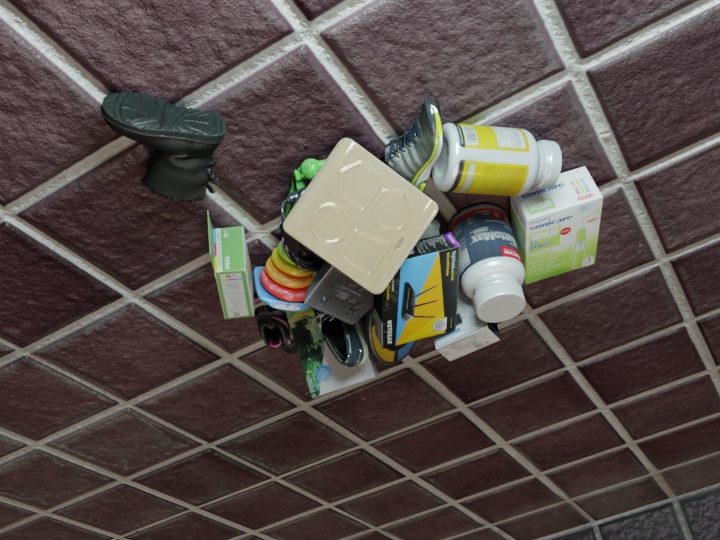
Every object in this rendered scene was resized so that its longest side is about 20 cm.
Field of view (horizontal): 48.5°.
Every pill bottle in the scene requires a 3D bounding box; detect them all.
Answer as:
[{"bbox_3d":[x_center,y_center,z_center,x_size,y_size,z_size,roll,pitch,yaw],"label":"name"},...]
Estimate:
[{"bbox_3d":[0.225,-0.181,1.325,0.199,0.112,0.112,3,141,-14],"label":"pill bottle"},{"bbox_3d":[0.237,-0.012,1.474,0.119,0.201,0.120,-6,143,-5],"label":"pill bottle"}]

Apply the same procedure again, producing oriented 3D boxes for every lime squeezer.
[{"bbox_3d":[-0.089,-0.158,1.364,0.200,0.038,0.070,-38,165,31],"label":"lime squeezer"}]

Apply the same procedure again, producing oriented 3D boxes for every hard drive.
[{"bbox_3d":[0.000,0.000,1.422,0.135,0.042,0.200,26,115,-37],"label":"hard drive"}]

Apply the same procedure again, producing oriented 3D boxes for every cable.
[{"bbox_3d":[-0.064,-0.083,1.396,0.163,0.051,0.201,-40,141,-19],"label":"cable"}]

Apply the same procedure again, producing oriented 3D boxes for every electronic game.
[{"bbox_3d":[0.072,0.089,1.597,0.041,0.201,0.200,11,157,36],"label":"electronic game"}]

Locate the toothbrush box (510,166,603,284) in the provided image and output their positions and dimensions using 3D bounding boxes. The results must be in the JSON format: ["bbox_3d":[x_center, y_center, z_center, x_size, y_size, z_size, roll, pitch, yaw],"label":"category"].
[{"bbox_3d":[0.362,-0.081,1.497,0.145,0.086,0.200,-16,142,-2],"label":"toothbrush box"}]

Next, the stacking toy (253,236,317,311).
[{"bbox_3d":[-0.116,-0.033,1.475,0.115,0.110,0.201,8,125,-23],"label":"stacking toy"}]

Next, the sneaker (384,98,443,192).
[{"bbox_3d":[0.083,-0.197,1.311,0.080,0.074,0.201,5,139,-12],"label":"sneaker"}]

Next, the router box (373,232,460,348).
[{"bbox_3d":[0.099,0.038,1.430,0.148,0.051,0.201,-14,132,-13],"label":"router box"}]

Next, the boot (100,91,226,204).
[{"bbox_3d":[-0.310,-0.185,1.246,0.197,0.074,0.163,8,143,-22],"label":"boot"}]

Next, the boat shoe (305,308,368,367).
[{"bbox_3d":[-0.055,0.100,1.557,0.075,0.201,0.062,-38,153,28],"label":"boat shoe"}]

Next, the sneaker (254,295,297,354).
[{"bbox_3d":[-0.175,0.134,1.671,0.080,0.087,0.200,-18,143,14],"label":"sneaker"}]

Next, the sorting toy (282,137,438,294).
[{"bbox_3d":[0.000,-0.088,1.317,0.200,0.036,0.186,35,88,-7],"label":"sorting toy"}]

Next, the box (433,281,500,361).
[{"bbox_3d":[0.192,0.061,1.561,0.116,0.201,0.060,-25,139,23],"label":"box"}]

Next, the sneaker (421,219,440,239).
[{"bbox_3d":[0.095,-0.079,1.480,0.092,0.076,0.200,-40,134,4],"label":"sneaker"}]

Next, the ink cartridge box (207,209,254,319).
[{"bbox_3d":[-0.234,-0.010,1.457,0.059,0.104,0.201,-6,142,-4],"label":"ink cartridge box"}]

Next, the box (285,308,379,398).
[{"bbox_3d":[-0.060,0.142,1.622,0.144,0.201,0.036,-21,170,14],"label":"box"}]

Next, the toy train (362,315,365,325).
[{"bbox_3d":[-0.025,0.140,1.687,0.199,0.115,0.087,-10,143,0],"label":"toy train"}]
